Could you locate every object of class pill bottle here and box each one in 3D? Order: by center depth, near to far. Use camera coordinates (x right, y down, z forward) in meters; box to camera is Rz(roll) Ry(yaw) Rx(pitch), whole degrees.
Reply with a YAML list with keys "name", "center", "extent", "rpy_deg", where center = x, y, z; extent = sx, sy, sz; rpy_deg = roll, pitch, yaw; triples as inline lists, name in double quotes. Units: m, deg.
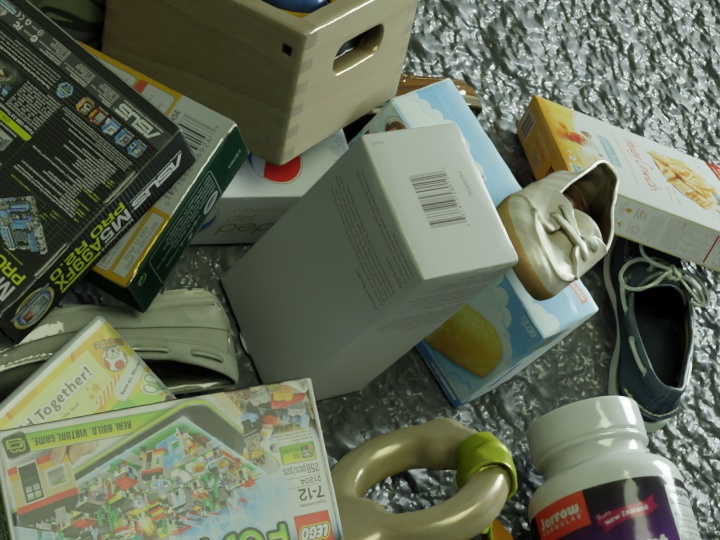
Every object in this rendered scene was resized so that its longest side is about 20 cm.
- name: "pill bottle"
  center: [0.178, 0.193, 1.325]
  extent: [0.111, 0.111, 0.201]
  rpy_deg: [3, 60, -32]

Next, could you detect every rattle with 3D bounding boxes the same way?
- name: "rattle"
  center: [0.012, 0.191, 1.272]
  extent: [0.200, 0.143, 0.130]
  rpy_deg: [-30, 48, -27]

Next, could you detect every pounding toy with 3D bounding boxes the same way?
- name: "pounding toy"
  center: [-0.064, -0.201, 1.338]
  extent: [0.184, 0.143, 0.200]
  rpy_deg: [27, 35, 21]

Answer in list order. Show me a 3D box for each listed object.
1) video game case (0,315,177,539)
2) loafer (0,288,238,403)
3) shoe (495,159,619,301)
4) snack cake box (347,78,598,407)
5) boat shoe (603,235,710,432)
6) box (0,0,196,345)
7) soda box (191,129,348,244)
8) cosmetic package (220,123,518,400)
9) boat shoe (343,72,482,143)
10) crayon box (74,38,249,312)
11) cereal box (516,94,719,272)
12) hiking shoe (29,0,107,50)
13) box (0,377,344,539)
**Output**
- name: "video game case"
  center: [-0.163, 0.157, 1.137]
  extent: [0.182, 0.023, 0.200]
  rpy_deg: [48, 63, -6]
- name: "loafer"
  center: [-0.162, 0.059, 1.212]
  extent: [0.199, 0.070, 0.070]
  rpy_deg: [-11, 66, -35]
- name: "shoe"
  center: [0.136, -0.035, 1.299]
  extent: [0.070, 0.053, 0.200]
  rpy_deg: [56, 21, -5]
- name: "snack cake box"
  center: [0.066, -0.019, 1.381]
  extent: [0.067, 0.115, 0.200]
  rpy_deg: [-23, 76, -41]
- name: "boat shoe"
  center: [0.227, 0.027, 1.494]
  extent: [0.075, 0.062, 0.200]
  rpy_deg: [22, 50, -11]
- name: "box"
  center: [-0.225, -0.078, 1.181]
  extent: [0.200, 0.044, 0.160]
  rpy_deg: [39, 80, 20]
- name: "soda box"
  center: [-0.101, -0.060, 1.328]
  extent: [0.199, 0.068, 0.064]
  rpy_deg: [-1, 62, -34]
- name: "cosmetic package"
  center: [0.000, 0.000, 1.268]
  extent: [0.085, 0.200, 0.108]
  rpy_deg: [-11, 71, -37]
- name: "boat shoe"
  center: [0.003, -0.131, 1.439]
  extent: [0.199, 0.072, 0.068]
  rpy_deg: [-8, 68, -37]
- name: "crayon box"
  center: [-0.188, -0.077, 1.226]
  extent: [0.200, 0.052, 0.126]
  rpy_deg: [29, 76, 17]
- name: "cereal box"
  center: [0.228, -0.062, 1.519]
  extent: [0.199, 0.040, 0.144]
  rpy_deg: [18, 25, -18]
- name: "hiking shoe"
  center: [-0.182, -0.225, 1.347]
  extent: [0.076, 0.101, 0.200]
  rpy_deg: [25, 43, 10]
- name: "box"
  center: [-0.113, 0.133, 1.133]
  extent: [0.199, 0.035, 0.110]
  rpy_deg: [-9, 81, -26]
